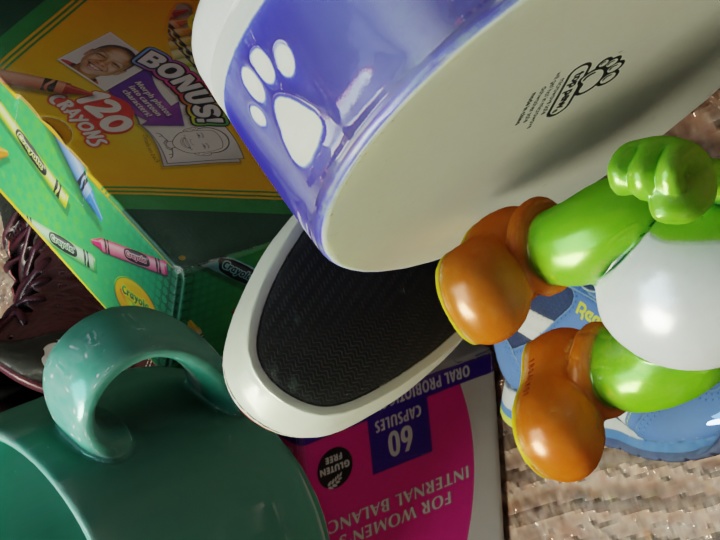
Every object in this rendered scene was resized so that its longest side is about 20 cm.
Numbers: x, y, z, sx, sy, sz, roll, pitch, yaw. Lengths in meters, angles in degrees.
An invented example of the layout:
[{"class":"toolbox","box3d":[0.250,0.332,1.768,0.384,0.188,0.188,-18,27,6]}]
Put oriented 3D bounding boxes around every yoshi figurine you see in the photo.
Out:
[{"class":"yoshi figurine","box3d":[0.125,0.008,0.914,0.199,0.112,0.113,-18,71,27]}]

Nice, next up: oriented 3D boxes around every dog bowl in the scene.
[{"class":"dog bowl","box3d":[0.050,-0.089,0.946,0.079,0.200,0.200,57,146,17]}]

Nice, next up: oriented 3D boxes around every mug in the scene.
[{"class":"mug","box3d":[-0.075,0.107,1.133,0.152,0.114,0.185,62,146,13]}]

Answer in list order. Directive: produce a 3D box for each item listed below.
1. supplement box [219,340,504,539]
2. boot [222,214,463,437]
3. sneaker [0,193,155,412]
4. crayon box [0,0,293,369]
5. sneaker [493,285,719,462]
[{"class":"supplement box","box3d":[-0.006,0.124,1.240,0.103,0.101,0.201,25,126,48]},{"class":"boot","box3d":[0.000,0.000,1.089,0.072,0.200,0.144,41,147,-5]},{"class":"sneaker","box3d":[-0.154,0.007,1.391,0.200,0.115,0.076,51,143,29]},{"class":"crayon box","box3d":[-0.083,-0.050,1.249,0.200,0.118,0.058,44,139,36]},{"class":"sneaker","box3d":[0.108,0.018,1.036,0.200,0.074,0.083,3,106,55]}]
